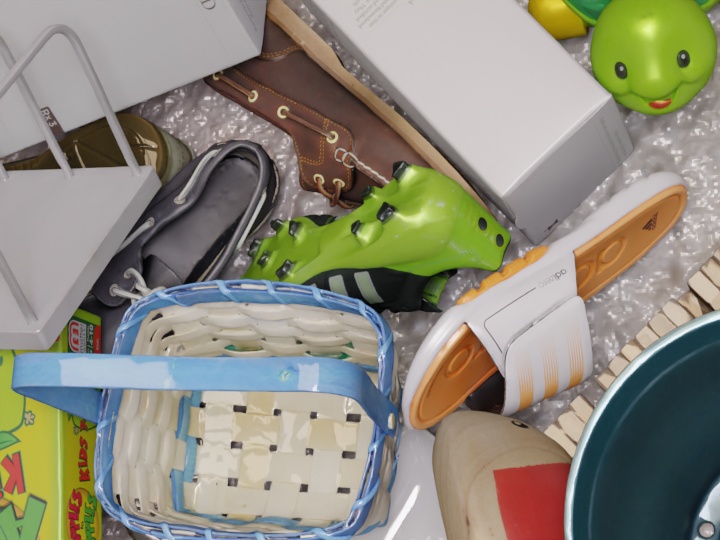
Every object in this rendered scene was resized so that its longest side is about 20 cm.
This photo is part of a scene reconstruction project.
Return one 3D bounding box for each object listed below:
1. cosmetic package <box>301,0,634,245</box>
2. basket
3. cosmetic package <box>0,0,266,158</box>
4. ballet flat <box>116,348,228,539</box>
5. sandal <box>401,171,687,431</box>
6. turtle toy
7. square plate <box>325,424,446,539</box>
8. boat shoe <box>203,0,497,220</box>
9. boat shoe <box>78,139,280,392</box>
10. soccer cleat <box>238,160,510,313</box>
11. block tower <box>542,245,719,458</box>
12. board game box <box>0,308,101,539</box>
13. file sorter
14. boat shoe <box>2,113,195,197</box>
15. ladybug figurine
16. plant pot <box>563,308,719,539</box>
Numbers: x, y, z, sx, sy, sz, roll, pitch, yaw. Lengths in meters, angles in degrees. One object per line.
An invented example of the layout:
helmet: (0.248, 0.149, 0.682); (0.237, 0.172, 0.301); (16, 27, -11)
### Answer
cosmetic package: (0.051, -0.120, 1.156); (0.085, 0.108, 0.200); (-44, 72, 1)
basket: (-0.066, 0.072, 1.070); (0.175, 0.200, 0.140); (3, 80, 14)
cosmetic package: (-0.163, -0.150, 1.183); (0.199, 0.113, 0.081); (-20, 35, 19)
ballet flat: (-0.125, 0.078, 1.200); (0.067, 0.046, 0.201); (-19, 78, -12)
sandal: (0.110, 0.023, 1.097); (0.206, 0.079, 0.059); (-37, 61, -16)
turtle toy: (0.154, -0.179, 1.142); (0.145, 0.101, 0.202); (-10, 75, 14)
square plate: (0.041, 0.219, 1.126); (0.200, 0.028, 0.198); (39, 90, 20)
boat shoe: (-0.009, -0.071, 1.183); (0.070, 0.070, 0.200); (-44, 62, -5)
boat shoe: (-0.120, 0.002, 1.163); (0.073, 0.063, 0.200); (41, 77, 3)
soccer cleat: (0.000, 0.000, 1.136); (0.200, 0.081, 0.068); (-22, 40, 52)
block tower: (0.187, 0.037, 1.110); (0.200, 0.054, 0.058); (-45, 71, 2)
board game box: (-0.192, 0.124, 1.108); (0.101, 0.048, 0.202); (-7, 76, 19)
file sorter: (-0.239, -0.049, 1.117); (0.199, 0.125, 0.139); (0, 40, 28)
boat shoe: (-0.195, -0.036, 1.240); (0.200, 0.063, 0.074); (-25, 77, 16)
ladybug figurine: (0.087, 0.164, 1.041); (0.071, 0.136, 0.201); (-13, 75, 3)
plant pot: (0.214, 0.131, 1.011); (0.199, 0.188, 0.202); (-4, 77, 16)
